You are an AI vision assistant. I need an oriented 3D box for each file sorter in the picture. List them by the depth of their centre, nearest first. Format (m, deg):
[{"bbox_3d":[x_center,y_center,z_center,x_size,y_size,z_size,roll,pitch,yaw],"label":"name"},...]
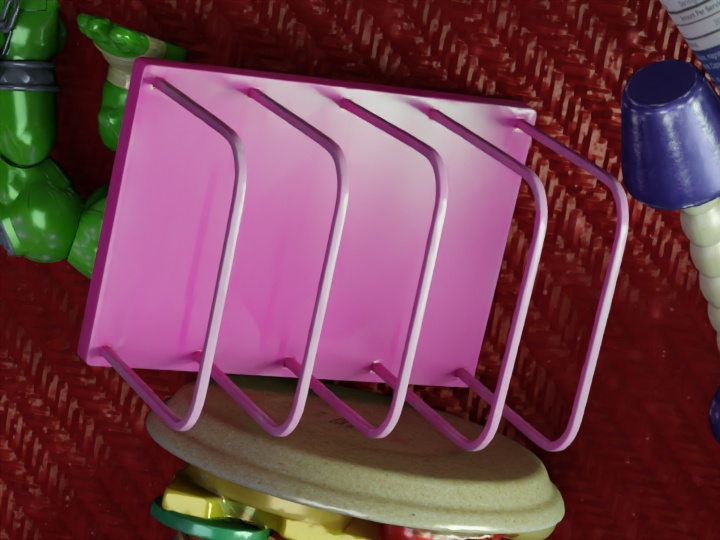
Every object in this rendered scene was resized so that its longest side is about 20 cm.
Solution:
[{"bbox_3d":[0.000,0.000,1.155,0.199,0.125,0.140,5,107,-27],"label":"file sorter"}]

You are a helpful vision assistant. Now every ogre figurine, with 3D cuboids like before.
[{"bbox_3d":[-0.089,-0.043,1.230,0.199,0.098,0.121,18,95,-26],"label":"ogre figurine"}]

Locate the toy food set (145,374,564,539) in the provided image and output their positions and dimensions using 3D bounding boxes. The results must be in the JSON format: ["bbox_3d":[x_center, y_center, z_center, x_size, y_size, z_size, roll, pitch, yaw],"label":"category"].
[{"bbox_3d":[-0.005,0.091,1.189,0.197,0.200,0.049,13,99,4],"label":"toy food set"}]

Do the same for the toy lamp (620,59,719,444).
[{"bbox_3d":[0.156,-0.005,1.164,0.058,0.058,0.201,-12,127,13],"label":"toy lamp"}]

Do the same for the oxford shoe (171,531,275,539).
[{"bbox_3d":[0.005,0.161,1.272,0.199,0.071,0.072,32,102,3],"label":"oxford shoe"}]

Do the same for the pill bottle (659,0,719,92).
[{"bbox_3d":[0.180,-0.130,1.102,0.111,0.111,0.201,-32,100,16],"label":"pill bottle"}]
